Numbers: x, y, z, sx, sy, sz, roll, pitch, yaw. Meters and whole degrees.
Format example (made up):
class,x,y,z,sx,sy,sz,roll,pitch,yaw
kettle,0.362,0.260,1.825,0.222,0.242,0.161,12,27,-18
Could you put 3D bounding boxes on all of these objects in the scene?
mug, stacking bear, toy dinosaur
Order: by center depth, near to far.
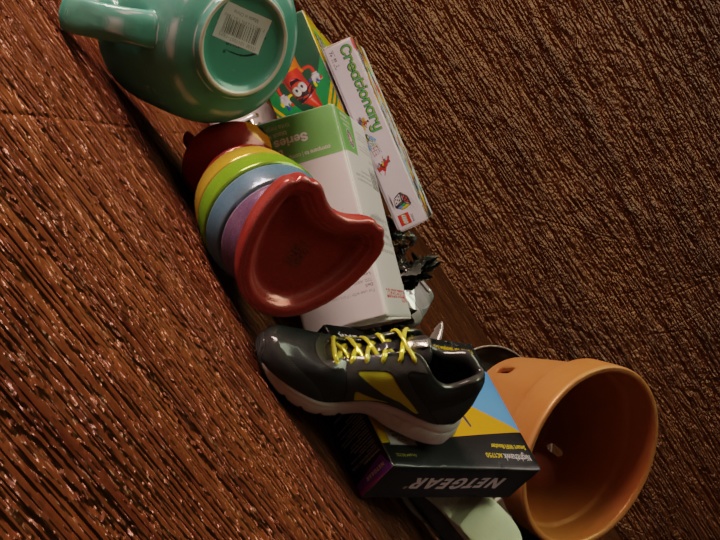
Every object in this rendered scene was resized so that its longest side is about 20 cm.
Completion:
class,x,y,z,sx,sy,sz,roll,pitch,yaw
stacking bear,-0.088,-0.059,1.034,0.121,0.114,0.200,32,12,-41
mug,-0.141,-0.194,1.041,0.114,0.185,0.152,27,-35,45
toy dinosaur,0.000,0.000,1.318,0.136,0.200,0.102,38,-33,21

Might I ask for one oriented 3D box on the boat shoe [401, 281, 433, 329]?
class,x,y,z,sx,sy,sz,roll,pitch,yaw
boat shoe,0.018,-0.017,1.565,0.200,0.069,0.072,45,-34,-6

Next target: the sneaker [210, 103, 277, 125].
class,x,y,z,sx,sy,sz,roll,pitch,yaw
sneaker,-0.100,-0.119,1.304,0.200,0.073,0.085,60,-4,7

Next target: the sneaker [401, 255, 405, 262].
class,x,y,z,sx,sy,sz,roll,pitch,yaw
sneaker,0.005,0.005,1.428,0.071,0.098,0.200,58,9,-10

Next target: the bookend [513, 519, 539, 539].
class,x,y,z,sx,sy,sz,roll,pitch,yaw
bookend,0.225,0.335,1.526,0.200,0.092,0.199,51,9,-49

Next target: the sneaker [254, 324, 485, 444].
class,x,y,z,sx,sy,sz,roll,pitch,yaw
sneaker,0.011,0.072,0.991,0.199,0.085,0.075,19,36,-28

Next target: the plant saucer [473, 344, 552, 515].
class,x,y,z,sx,sy,sz,roll,pitch,yaw
plant saucer,0.144,0.187,1.422,0.032,0.200,0.200,-9,-58,50

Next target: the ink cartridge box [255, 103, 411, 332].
class,x,y,z,sx,sy,sz,roll,pitch,yaw
ink cartridge box,-0.023,-0.041,1.164,0.146,0.084,0.201,14,62,-79

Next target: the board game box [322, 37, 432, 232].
class,x,y,z,sx,sy,sz,roll,pitch,yaw
board game box,0.021,-0.141,1.299,0.126,0.035,0.201,-46,114,-82

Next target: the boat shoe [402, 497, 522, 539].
class,x,y,z,sx,sy,sz,roll,pitch,yaw
boat shoe,0.069,0.202,1.166,0.200,0.071,0.063,49,-33,4

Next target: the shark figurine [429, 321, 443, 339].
class,x,y,z,sx,sy,sz,roll,pitch,yaw
shark figurine,0.099,0.126,1.611,0.128,0.089,0.214,60,9,6

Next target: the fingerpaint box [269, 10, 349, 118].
class,x,y,z,sx,sy,sz,roll,pitch,yaw
fingerpaint box,-0.046,-0.174,1.349,0.200,0.073,0.167,-6,73,-83

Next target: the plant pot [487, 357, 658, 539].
class,x,y,z,sx,sy,sz,roll,pitch,yaw
plant pot,0.203,0.178,1.340,0.140,0.200,0.200,23,-24,52

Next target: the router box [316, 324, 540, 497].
class,x,y,z,sx,sy,sz,roll,pitch,yaw
router box,0.053,0.128,1.104,0.200,0.051,0.149,10,43,-45
